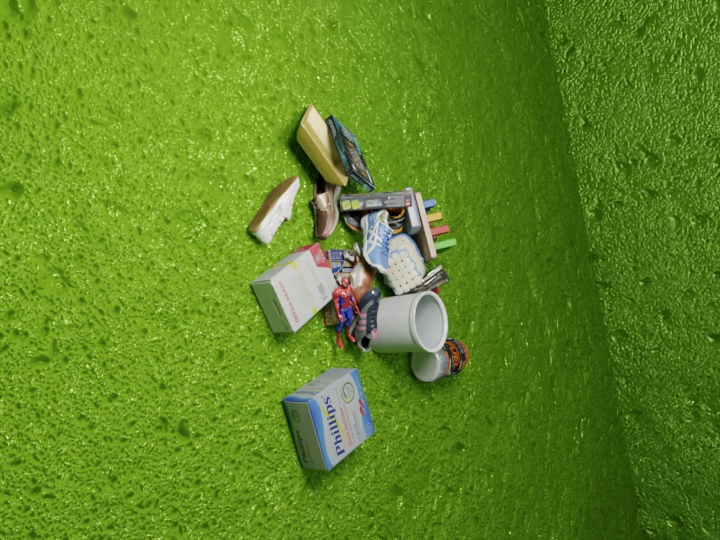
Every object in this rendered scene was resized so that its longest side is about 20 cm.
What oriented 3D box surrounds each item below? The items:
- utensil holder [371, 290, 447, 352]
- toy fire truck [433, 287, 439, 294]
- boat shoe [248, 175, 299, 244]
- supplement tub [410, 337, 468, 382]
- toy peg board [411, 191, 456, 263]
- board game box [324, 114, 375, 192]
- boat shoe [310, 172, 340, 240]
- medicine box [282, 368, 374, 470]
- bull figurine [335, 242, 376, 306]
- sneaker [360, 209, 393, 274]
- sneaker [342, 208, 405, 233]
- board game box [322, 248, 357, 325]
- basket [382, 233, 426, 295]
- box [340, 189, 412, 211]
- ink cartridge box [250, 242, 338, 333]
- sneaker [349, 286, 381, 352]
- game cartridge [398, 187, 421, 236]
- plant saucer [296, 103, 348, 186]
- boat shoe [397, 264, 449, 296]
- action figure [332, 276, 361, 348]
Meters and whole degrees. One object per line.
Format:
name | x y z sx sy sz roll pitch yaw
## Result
utensil holder | 0.125 0.155 1.688 0.169 0.198 0.173 13 72 -47
toy fire truck | 0.210 0.108 1.912 0.198 0.048 0.144 14 76 -45
boat shoe | -0.204 -0.151 1.462 0.070 0.070 0.201 50 57 -32
supplement tub | 0.260 0.284 1.882 0.198 0.121 0.125 -4 86 -50
toy peg board | 0.212 -0.130 1.816 0.096 0.200 0.203 -13 85 -12
board game box | -0.027 -0.329 1.652 0.135 0.028 0.203 28 38 -57
boat shoe | -0.104 -0.178 1.585 0.071 0.075 0.203 27 54 -39
medicine box | -0.078 0.371 1.484 0.199 0.102 0.185 -25 102 -49
bull figurine | 0.000 0.000 1.603 0.121 0.064 0.203 35 55 -36
sneaker | 0.048 -0.084 1.581 0.075 0.077 0.203 23 46 -41
sneaker | 0.042 -0.159 1.700 0.197 0.078 0.079 -1 49 -27
board game box | -0.042 0.045 1.629 0.150 0.046 0.204 1 83 -50
basket | 0.116 -0.033 1.775 0.178 0.137 0.201 59 18 -18
box | 0.045 -0.195 1.631 0.110 0.196 0.035 -84 170 -76
ink cartridge box | -0.161 0.043 1.461 0.200 0.082 0.147 -41 115 -46
sneaker | 0.027 0.134 1.567 0.069 0.202 0.082 -18 53 -34
game cartridge | 0.138 -0.171 1.784 0.040 0.200 0.136 -10 90 -9
plant saucer | -0.105 -0.330 1.572 0.201 0.048 0.201 53 20 -22
boat shoe | 0.184 0.062 1.802 0.200 0.072 0.061 -36 92 -4
action figure | -0.039 0.106 1.524 0.065 0.052 0.203 -20 123 -29
